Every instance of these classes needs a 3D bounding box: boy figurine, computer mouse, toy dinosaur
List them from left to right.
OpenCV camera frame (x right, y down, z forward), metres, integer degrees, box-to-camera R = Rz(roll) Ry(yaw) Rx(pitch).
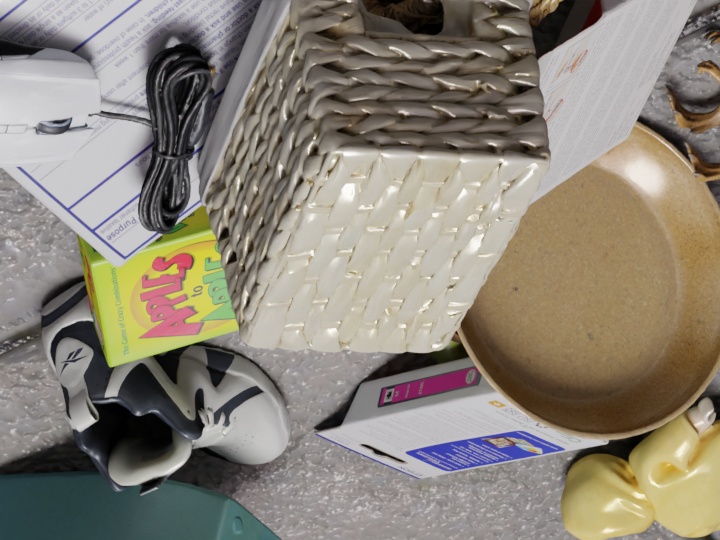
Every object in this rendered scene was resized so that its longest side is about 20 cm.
[{"bbox_3d":[-0.175,-0.080,1.512,0.199,0.044,0.110,8,126,-19],"label":"computer mouse"},{"bbox_3d":[0.232,0.135,1.956,0.199,0.065,0.124,-23,135,15],"label":"boy figurine"},{"bbox_3d":[0.246,-0.089,1.733,0.106,0.061,0.200,-21,135,10],"label":"toy dinosaur"}]

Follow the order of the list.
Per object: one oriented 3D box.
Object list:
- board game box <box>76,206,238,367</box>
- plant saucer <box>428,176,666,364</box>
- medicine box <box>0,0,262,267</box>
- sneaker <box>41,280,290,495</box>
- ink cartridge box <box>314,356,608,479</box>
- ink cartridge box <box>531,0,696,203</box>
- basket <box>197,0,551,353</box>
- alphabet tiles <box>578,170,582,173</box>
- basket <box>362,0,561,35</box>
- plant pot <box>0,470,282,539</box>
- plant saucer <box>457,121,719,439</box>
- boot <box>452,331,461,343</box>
[{"bbox_3d":[-0.066,-0.016,1.730,0.199,0.048,0.102,-16,143,-10],"label":"board game box"},{"bbox_3d":[0.132,0.023,1.840,0.199,0.031,0.201,-4,135,-4],"label":"plant saucer"},{"bbox_3d":[-0.131,-0.134,1.574,0.182,0.103,0.200,-36,128,16],"label":"medicine box"},{"bbox_3d":[-0.117,0.103,1.817,0.079,0.130,0.199,-30,133,21],"label":"sneaker"},{"bbox_3d":[0.065,0.096,1.875,0.094,0.037,0.200,25,154,-30],"label":"ink cartridge box"},{"bbox_3d":[0.110,-0.107,1.616,0.200,0.050,0.161,-31,155,-43],"label":"ink cartridge box"},{"bbox_3d":[0.006,-0.056,1.494,0.135,0.124,0.200,2,145,-18],"label":"basket"},{"bbox_3d":[0.133,-0.003,1.840,0.167,0.008,0.200,-29,133,19],"label":"alphabet tiles"},{"bbox_3d":[0.048,-0.219,1.508,0.148,0.143,0.200,18,130,-26],"label":"basket"},{"bbox_3d":[-0.145,0.214,1.873,0.199,0.142,0.141,-11,141,34],"label":"plant pot"},{"bbox_3d":[0.132,0.004,1.738,0.199,0.201,0.035,12,165,-21],"label":"plant saucer"},{"bbox_3d":[0.000,0.000,1.710,0.096,0.075,0.200,-8,158,22],"label":"boot"}]
